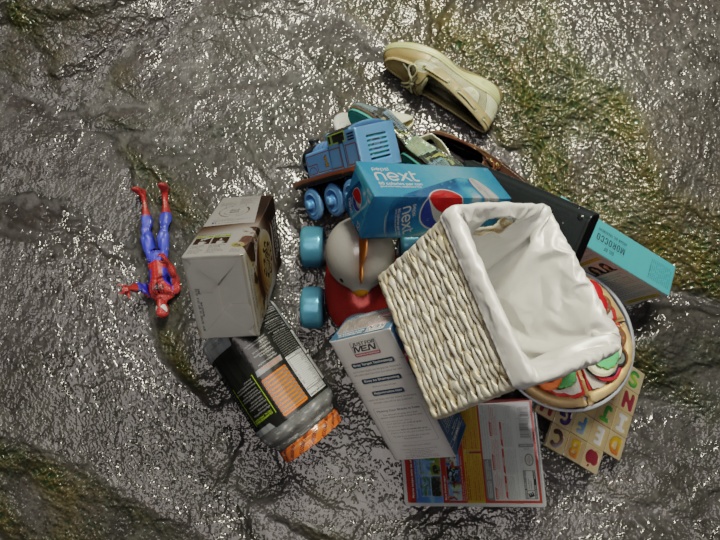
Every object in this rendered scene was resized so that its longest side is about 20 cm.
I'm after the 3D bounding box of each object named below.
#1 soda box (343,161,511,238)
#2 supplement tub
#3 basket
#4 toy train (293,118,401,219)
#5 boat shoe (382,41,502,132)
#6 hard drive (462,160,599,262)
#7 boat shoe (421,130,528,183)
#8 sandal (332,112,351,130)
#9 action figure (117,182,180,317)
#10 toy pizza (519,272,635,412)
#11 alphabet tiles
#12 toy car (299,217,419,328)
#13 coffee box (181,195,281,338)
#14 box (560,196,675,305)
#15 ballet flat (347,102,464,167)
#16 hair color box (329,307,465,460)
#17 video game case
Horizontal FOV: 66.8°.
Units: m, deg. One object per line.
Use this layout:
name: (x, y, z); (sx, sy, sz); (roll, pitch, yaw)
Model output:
soda box: (0.084, -0.087, 0.680); (0.196, 0.065, 0.068); (-3, 46, -26)
supplement tub: (-0.120, 0.155, 0.766); (0.122, 0.123, 0.202); (-34, 84, -3)
basket: (0.157, 0.047, 0.640); (0.196, 0.161, 0.203); (-6, 65, -40)
toy train: (-0.022, -0.139, 0.766); (0.086, 0.199, 0.117); (-18, 101, -34)
boat shoe: (0.119, -0.282, 0.838); (0.198, 0.073, 0.064); (27, 80, -3)
hard drive: (0.202, -0.050, 0.743); (0.199, 0.033, 0.142); (33, 119, 36)
boat shoe: (0.172, -0.146, 0.820); (0.197, 0.070, 0.071); (24, 78, 2)
sandal: (0.021, -0.159, 0.832); (0.203, 0.082, 0.050); (49, 129, 13)
action figure: (-0.312, -0.031, 0.807); (0.064, 0.099, 0.204); (-9, 86, 1)
toy pizza: (0.279, 0.088, 0.743); (0.196, 0.032, 0.204); (0, 73, -1)
alphabet tiles: (0.327, 0.172, 0.771); (0.165, 0.006, 0.202); (31, 73, -17)
toy car: (0.000, 0.000, 0.742); (0.180, 0.200, 0.181); (0, 83, 2)
coffee box: (-0.163, -0.014, 0.735); (0.078, 0.201, 0.115); (-3, 118, 3)
box: (0.334, -0.023, 0.774); (0.198, 0.082, 0.050); (29, 70, -8)
ballet flat: (0.068, -0.182, 0.779); (0.074, 0.074, 0.200); (-44, 75, -4)
hair color box: (0.052, 0.151, 0.718); (0.099, 0.061, 0.202); (-16, 110, 33)
video game case: (0.154, 0.258, 0.774); (0.196, 0.017, 0.146); (-6, 83, 16)
